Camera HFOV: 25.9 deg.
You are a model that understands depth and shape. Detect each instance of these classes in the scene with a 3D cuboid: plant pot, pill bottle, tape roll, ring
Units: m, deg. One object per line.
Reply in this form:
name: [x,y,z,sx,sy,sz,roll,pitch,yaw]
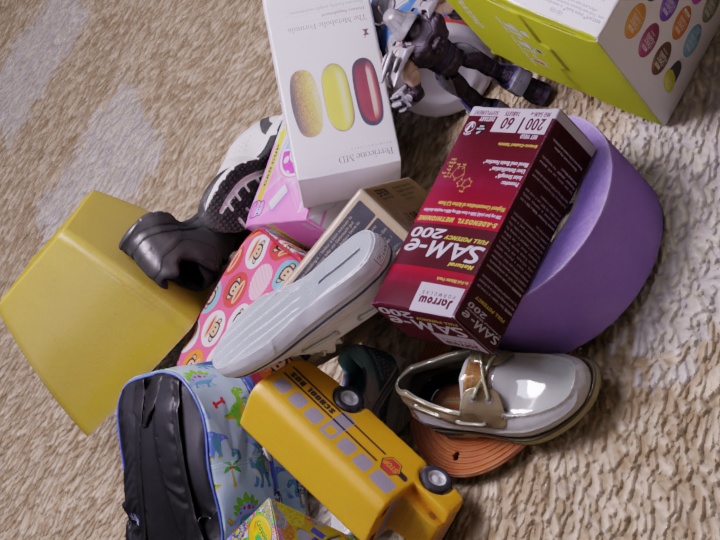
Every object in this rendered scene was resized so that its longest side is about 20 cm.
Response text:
plant pot: [-0.298,0.030,1.810,0.200,0.176,0.200,-45,11,22]
pill bottle: [0.069,-0.265,1.656,0.112,0.112,0.201,-41,37,26]
tape roll: [0.156,-0.030,1.361,0.199,0.085,0.202,-28,41,28]
ring: [0.118,0.091,1.405,0.200,0.019,0.202,-33,41,34]

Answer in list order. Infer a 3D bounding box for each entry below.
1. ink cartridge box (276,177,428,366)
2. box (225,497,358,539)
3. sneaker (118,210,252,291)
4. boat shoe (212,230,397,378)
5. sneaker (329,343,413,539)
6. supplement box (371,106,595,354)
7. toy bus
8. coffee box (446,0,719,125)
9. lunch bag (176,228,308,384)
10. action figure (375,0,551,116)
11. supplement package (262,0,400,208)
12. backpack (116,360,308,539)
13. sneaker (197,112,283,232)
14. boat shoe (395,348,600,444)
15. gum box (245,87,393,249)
ink cartridge box: [0.000,0.000,1.484,0.165,0.075,0.200,-49,-7,14]
box: [-0.052,0.323,1.294,0.193,0.199,0.123,-44,36,22]
sneaker: [-0.180,-0.019,1.766,0.091,0.199,0.076,52,127,19]
boat shoe: [-0.040,0.046,1.359,0.199,0.067,0.074,-33,33,27]
sneaker: [-0.011,0.163,1.462,0.077,0.086,0.202,-18,52,47]
supplement box: [0.102,-0.037,1.302,0.108,0.061,0.202,8,65,50]
toy bus: [-0.007,0.167,1.367,0.200,0.078,0.065,41,133,19]
coffee box: [0.200,-0.276,1.351,0.199,0.199,0.199,29,88,31]
lunch bag: [-0.121,0.059,1.694,0.201,0.081,0.176,-59,32,3]
action figure: [0.086,-0.197,1.500,0.131,0.199,0.069,-56,33,4]
supplement package: [-0.028,-0.182,1.626,0.110,0.112,0.203,84,174,-78]
backpack: [-0.151,0.191,1.538,0.182,0.146,0.203,-11,89,48]
sneaker: [-0.129,-0.109,1.799,0.079,0.074,0.200,-5,34,41]
boat shoe: [0.111,0.103,1.326,0.199,0.068,0.076,-16,53,46]
gum box: [-0.042,-0.129,1.742,0.113,0.066,0.202,-4,62,50]
